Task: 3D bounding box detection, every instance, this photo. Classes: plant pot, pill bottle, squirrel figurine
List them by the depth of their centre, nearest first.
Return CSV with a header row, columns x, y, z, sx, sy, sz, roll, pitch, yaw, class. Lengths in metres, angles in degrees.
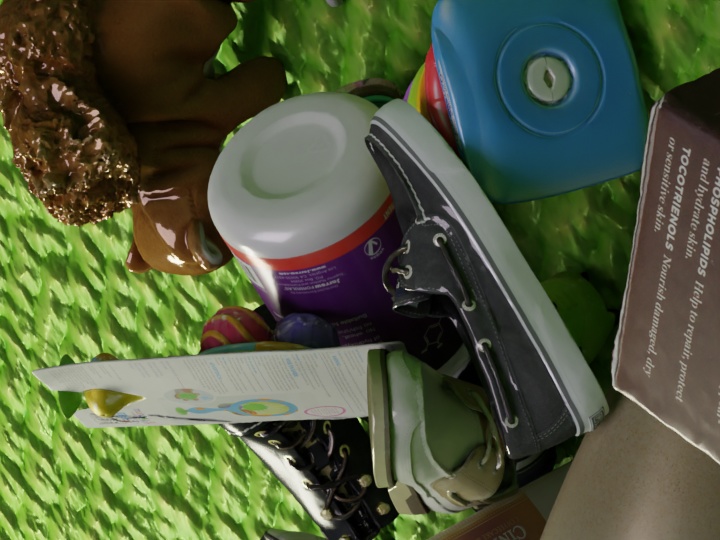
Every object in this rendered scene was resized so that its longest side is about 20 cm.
x,y,z,sx,sy,sz,roll,pitch,yaw,class
0.175,0.134,1.396,0.187,0.187,0.200,22,110,46,plant pot
0.000,0.000,1.541,0.112,0.112,0.200,28,158,42,pill bottle
-0.138,-0.083,1.641,0.141,0.200,0.187,2,103,48,squirrel figurine

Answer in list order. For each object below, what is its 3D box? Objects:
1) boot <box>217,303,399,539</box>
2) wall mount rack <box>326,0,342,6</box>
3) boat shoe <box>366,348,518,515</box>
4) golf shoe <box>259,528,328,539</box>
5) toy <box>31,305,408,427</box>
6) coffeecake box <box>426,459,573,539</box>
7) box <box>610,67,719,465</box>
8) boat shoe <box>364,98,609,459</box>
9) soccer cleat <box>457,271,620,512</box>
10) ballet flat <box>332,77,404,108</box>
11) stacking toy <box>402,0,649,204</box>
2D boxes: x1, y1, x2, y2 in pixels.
x,y,z,sx,sy,sz,roll,pitch,yaw,class
-0.031,0.103,1.646,0.154,0.073,0.204,54,-178,-8,boot
-0.029,-0.233,1.524,0.200,0.075,0.174,61,142,10,wall mount rack
0.043,0.084,1.432,0.200,0.068,0.075,58,-150,-75,boat shoe
-0.047,0.247,1.674,0.097,0.200,0.078,26,135,-13,golf shoe
-0.068,0.049,1.488,0.115,0.200,0.047,63,-158,-68,toy
0.067,0.203,1.576,0.073,0.153,0.200,54,143,16,coffeecake box
0.244,0.010,1.213,0.200,0.166,0.164,35,135,36,box
0.047,0.007,1.380,0.200,0.066,0.070,59,172,11,boat shoe
0.082,0.077,1.545,0.068,0.081,0.200,48,142,25,soccer cleat
-0.015,-0.049,1.619,0.071,0.069,0.200,-102,15,-46,ballet flat
0.064,-0.087,1.477,0.200,0.110,0.116,162,94,-70,stacking toy
